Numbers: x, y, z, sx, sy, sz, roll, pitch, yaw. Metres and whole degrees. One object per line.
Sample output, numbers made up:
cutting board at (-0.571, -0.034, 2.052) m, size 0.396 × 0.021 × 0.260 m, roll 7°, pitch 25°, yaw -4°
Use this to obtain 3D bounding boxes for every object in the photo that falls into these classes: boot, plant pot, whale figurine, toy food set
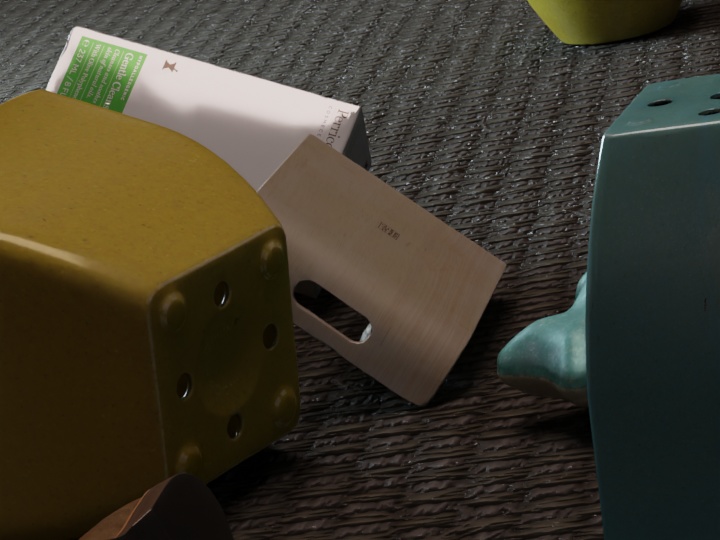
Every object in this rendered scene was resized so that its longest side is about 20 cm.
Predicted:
boot at (-0.124, 0.154, 1.182) m, size 0.075 × 0.074 × 0.200 m, roll -26°, pitch 4°, yaw 23°
plant pot at (-0.143, 0.032, 1.402) m, size 0.199 × 0.195 × 0.195 m, roll 9°, pitch 24°, yaw 33°
whale figurine at (0.162, 0.006, 1.399) m, size 0.199 × 0.104 × 0.159 m, roll -20°, pitch 17°, yaw -29°
plant pot at (0.173, 0.020, 1.150) m, size 0.140 × 0.201 × 0.141 m, roll -6°, pitch 15°, yaw 21°
plant pot at (0.212, -0.277, 2.338) m, size 0.199 × 0.143 × 0.200 m, roll -12°, pitch 14°, yaw 3°
toy food set at (0.000, 0.000, 1.542) m, size 0.143 × 0.061 × 0.200 m, roll 34°, pitch 19°, yaw 0°

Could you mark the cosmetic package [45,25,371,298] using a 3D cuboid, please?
cosmetic package at (-0.104, -0.069, 1.714) m, size 0.199 × 0.108 × 0.085 m, roll 15°, pitch -23°, yaw 12°
